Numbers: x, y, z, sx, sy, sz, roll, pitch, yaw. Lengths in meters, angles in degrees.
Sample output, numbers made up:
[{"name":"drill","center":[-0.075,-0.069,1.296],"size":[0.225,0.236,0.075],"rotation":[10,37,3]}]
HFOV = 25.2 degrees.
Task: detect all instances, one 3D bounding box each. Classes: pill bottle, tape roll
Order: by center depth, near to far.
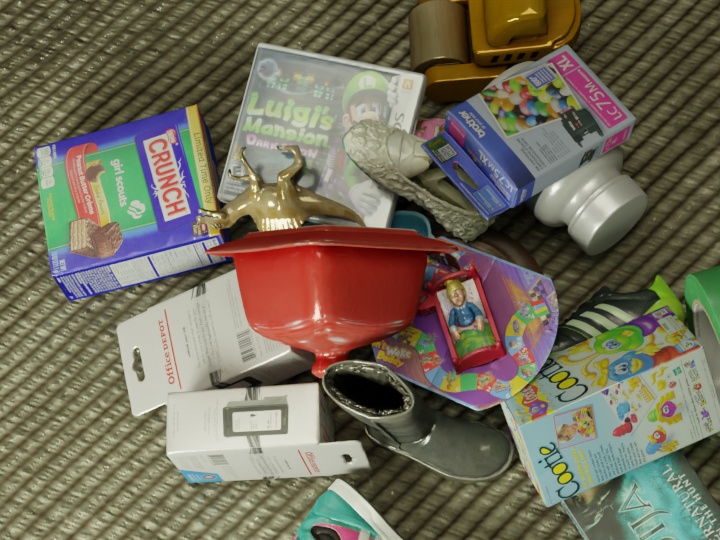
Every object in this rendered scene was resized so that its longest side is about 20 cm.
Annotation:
[{"name":"tape roll","center":[0.374,0.096,1.598],"size":[0.048,0.201,0.203],"rotation":[-16,66,1]},{"name":"pill bottle","center":[0.215,-0.119,1.753],"size":[0.119,0.120,0.200],"rotation":[-37,68,-8]}]

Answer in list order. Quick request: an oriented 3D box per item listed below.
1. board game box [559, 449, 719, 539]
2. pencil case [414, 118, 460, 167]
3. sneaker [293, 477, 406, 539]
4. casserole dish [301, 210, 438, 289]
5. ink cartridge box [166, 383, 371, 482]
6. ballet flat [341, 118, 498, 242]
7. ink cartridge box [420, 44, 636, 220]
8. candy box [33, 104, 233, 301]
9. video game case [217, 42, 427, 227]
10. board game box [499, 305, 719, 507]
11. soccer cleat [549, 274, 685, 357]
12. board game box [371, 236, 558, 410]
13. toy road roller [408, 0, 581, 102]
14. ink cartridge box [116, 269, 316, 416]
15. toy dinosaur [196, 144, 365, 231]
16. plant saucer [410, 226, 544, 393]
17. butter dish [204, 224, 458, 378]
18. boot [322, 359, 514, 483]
[{"name":"board game box","center":[0.306,0.275,1.627],"size":[0.134,0.028,0.201],"rotation":[-31,67,-6]},{"name":"pencil case","center":[0.017,-0.133,1.806],"size":[0.197,0.087,0.084],"rotation":[5,75,13]},{"name":"sneaker","center":[0.002,0.314,1.622],"size":[0.121,0.084,0.200],"rotation":[-41,60,-15]},{"name":"casserole dish","center":[0.000,0.000,1.755],"size":[0.198,0.039,0.123],"rotation":[-5,62,26]},{"name":"ink cartridge box","center":[-0.092,0.169,1.672],"size":[0.197,0.116,0.069],"rotation":[-4,68,6]},{"name":"ballet flat","center":[0.072,-0.105,1.707],"size":[0.072,0.199,0.072],"rotation":[-38,33,31]},{"name":"ink cartridge box","center":[0.174,-0.145,1.672],"size":[0.199,0.042,0.120],"rotation":[-31,66,-20]},{"name":"candy box","center":[-0.257,-0.076,1.826],"size":[0.197,0.077,0.171],"rotation":[-14,66,1]},{"name":"video game case","center":[-0.042,-0.145,1.764],"size":[0.197,0.023,0.184],"rotation":[13,82,15]},{"name":"board game box","center":[0.250,0.136,1.632],"size":[0.198,0.106,0.103],"rotation":[-23,26,-2]},{"name":"soccer cleat","center":[0.245,0.066,1.710],"size":[0.198,0.068,0.082],"rotation":[-19,52,-3]},{"name":"board game box","center":[0.100,0.046,1.640],"size":[0.198,0.039,0.159],"rotation":[22,74,26]},{"name":"toy road roller","center":[0.149,-0.281,1.815],"size":[0.197,0.146,0.125],"rotation":[-5,66,6]},{"name":"ink cartridge box","center":[-0.156,0.080,1.736],"size":[0.198,0.068,0.117],"rotation":[-23,64,17]},{"name":"toy dinosaur","center":[-0.078,-0.083,1.730],"size":[0.197,0.058,0.103],"rotation":[0,94,20]},{"name":"plant saucer","center":[0.108,0.035,1.751],"size":[0.197,0.037,0.203],"rotation":[-3,67,6]},{"name":"butter dish","center":[-0.029,0.034,1.617],"size":[0.198,0.198,0.150],"rotation":[-3,87,49]},{"name":"boot","center":[0.062,0.149,1.620],"size":[0.179,0.200,0.073],"rotation":[10,68,12]}]
